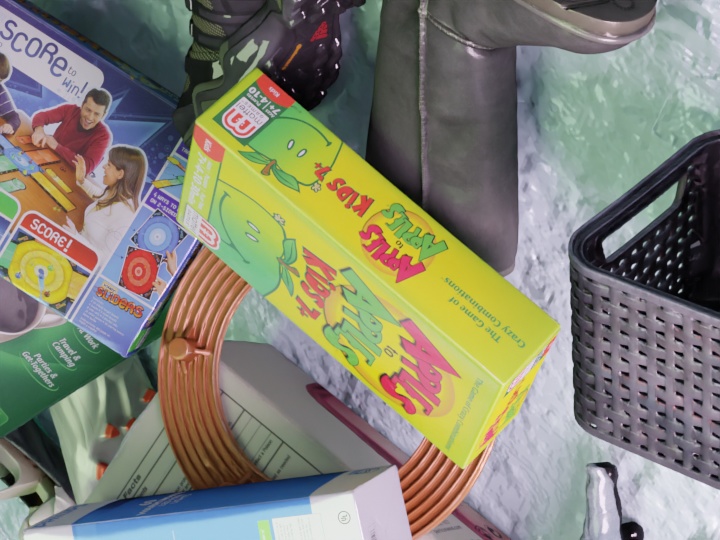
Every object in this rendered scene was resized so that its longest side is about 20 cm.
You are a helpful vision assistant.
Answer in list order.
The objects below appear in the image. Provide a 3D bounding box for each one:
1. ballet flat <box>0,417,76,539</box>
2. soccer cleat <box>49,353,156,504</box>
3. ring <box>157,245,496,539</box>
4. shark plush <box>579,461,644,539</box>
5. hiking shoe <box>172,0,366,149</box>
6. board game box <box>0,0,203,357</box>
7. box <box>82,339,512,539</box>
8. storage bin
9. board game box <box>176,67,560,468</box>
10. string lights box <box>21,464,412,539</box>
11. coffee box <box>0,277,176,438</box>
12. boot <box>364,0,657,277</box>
[{"bbox_3d":[-0.213,0.143,1.688,0.200,0.073,0.073,44,142,12],"label":"ballet flat"},{"bbox_3d":[-0.168,0.068,1.590,0.078,0.069,0.200,16,122,45],"label":"soccer cleat"},{"bbox_3d":[-0.020,0.055,1.359,0.200,0.019,0.201,-1,87,23],"label":"ring"},{"bbox_3d":[0.123,0.203,1.347,0.091,0.083,0.200,28,111,27],"label":"shark plush"},{"bbox_3d":[-0.054,-0.142,1.311,0.101,0.076,0.200,60,143,19],"label":"hiking shoe"},{"bbox_3d":[-0.174,-0.063,1.411,0.200,0.034,0.136,33,98,3],"label":"board game box"},{"bbox_3d":[-0.034,0.146,1.430,0.200,0.109,0.128,39,103,20],"label":"box"},{"bbox_3d":[0.201,0.029,1.105,0.200,0.135,0.094,23,133,34],"label":"storage bin"},{"bbox_3d":[0.000,0.000,1.279,0.200,0.048,0.102,41,153,12],"label":"board game box"},{"bbox_3d":[-0.071,0.167,1.344,0.200,0.059,0.103,-9,97,26],"label":"string lights box"},{"bbox_3d":[-0.205,0.023,1.485,0.123,0.200,0.044,52,-170,-25],"label":"coffee box"},{"bbox_3d":[0.063,-0.078,1.223,0.182,0.072,0.200,38,135,41],"label":"boot"}]
